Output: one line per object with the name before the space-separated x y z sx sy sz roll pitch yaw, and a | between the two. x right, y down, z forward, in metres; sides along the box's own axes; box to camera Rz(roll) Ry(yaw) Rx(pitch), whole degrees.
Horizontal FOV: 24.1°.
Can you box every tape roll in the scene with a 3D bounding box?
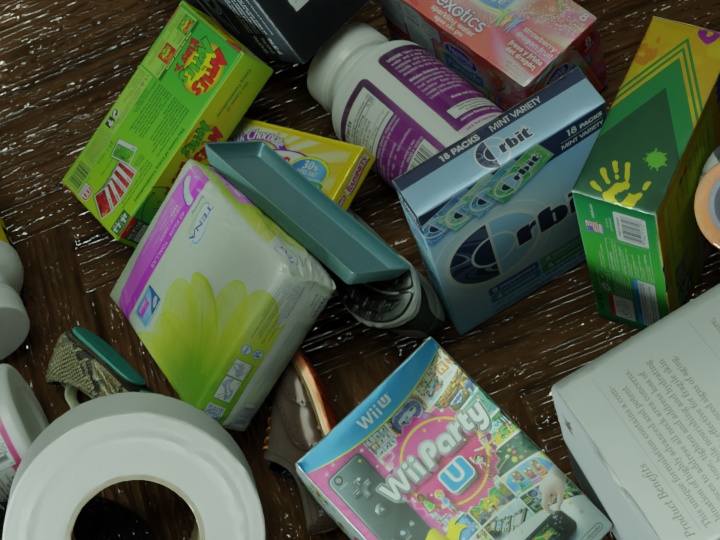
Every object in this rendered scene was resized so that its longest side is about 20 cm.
tape roll | -0.174 0.199 1.294 0.200 0.071 0.204 -2 100 -9

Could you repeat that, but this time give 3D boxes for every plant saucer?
plant saucer | -0.047 -0.048 1.376 0.200 0.070 0.019 40 120 33

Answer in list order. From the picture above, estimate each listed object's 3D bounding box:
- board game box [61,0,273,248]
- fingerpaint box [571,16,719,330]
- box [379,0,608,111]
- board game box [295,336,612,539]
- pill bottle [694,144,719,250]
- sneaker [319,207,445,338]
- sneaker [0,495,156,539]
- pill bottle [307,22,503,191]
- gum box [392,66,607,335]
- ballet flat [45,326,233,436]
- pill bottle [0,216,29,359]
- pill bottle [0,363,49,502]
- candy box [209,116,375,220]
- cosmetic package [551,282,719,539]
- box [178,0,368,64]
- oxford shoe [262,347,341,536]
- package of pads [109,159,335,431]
board game box | -0.175 -0.129 1.513 0.102 0.048 0.201 42 101 36
fingerpaint box | 0.238 -0.070 1.329 0.073 0.200 0.168 18 68 23
box | 0.115 -0.215 1.502 0.095 0.103 0.200 -43 59 -11
board game box | 0.068 0.176 1.282 0.147 0.064 0.200 -42 78 -12
pill bottle | 0.324 -0.061 1.294 0.105 0.199 0.107 6 101 32
sneaker | 0.000 0.000 1.435 0.074 0.079 0.200 -51 44 5
sneaker | -0.265 0.233 1.373 0.198 0.083 0.072 5 41 -10
pill bottle | 0.046 -0.130 1.466 0.112 0.112 0.200 -41 60 -10
gum box | 0.125 -0.050 1.348 0.169 0.200 0.045 -31 58 -5
ballet flat | -0.192 0.120 1.424 0.199 0.068 0.076 28 92 31
pill bottle | -0.368 -0.014 1.511 0.111 0.112 0.201 -29 59 -3
pill bottle | -0.360 0.169 1.403 0.199 0.114 0.114 -25 58 0
candy box | -0.083 -0.079 1.481 0.199 0.026 0.103 17 71 43
cosmetic package | 0.271 0.130 1.228 0.199 0.167 0.168 -30 58 -4
box | -0.098 -0.278 1.518 0.104 0.148 0.200 -45 27 -12
oxford shoe | -0.056 0.123 1.376 0.073 0.071 0.201 -30 59 1
package of pads | -0.116 0.015 1.395 0.155 0.068 0.200 -57 43 14
